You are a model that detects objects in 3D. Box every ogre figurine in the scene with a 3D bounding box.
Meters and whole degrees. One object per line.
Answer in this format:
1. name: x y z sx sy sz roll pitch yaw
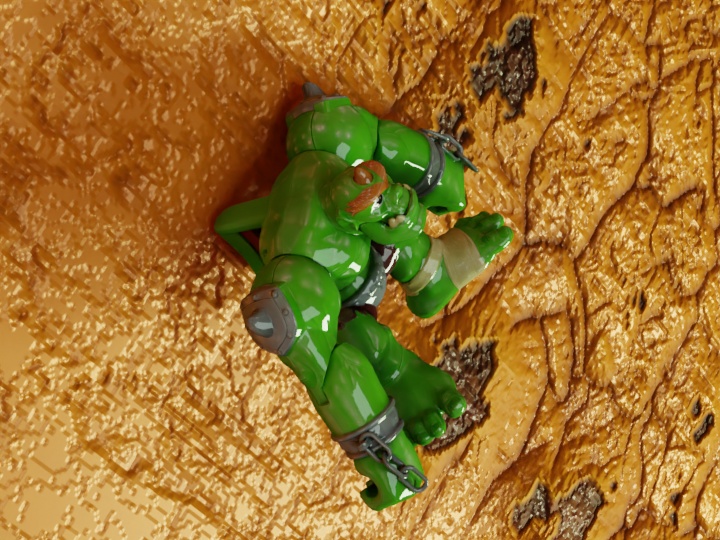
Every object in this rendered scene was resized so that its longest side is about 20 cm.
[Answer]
1. ogre figurine: 0.000 0.000 0.862 0.120 0.098 0.201 39 65 -34
